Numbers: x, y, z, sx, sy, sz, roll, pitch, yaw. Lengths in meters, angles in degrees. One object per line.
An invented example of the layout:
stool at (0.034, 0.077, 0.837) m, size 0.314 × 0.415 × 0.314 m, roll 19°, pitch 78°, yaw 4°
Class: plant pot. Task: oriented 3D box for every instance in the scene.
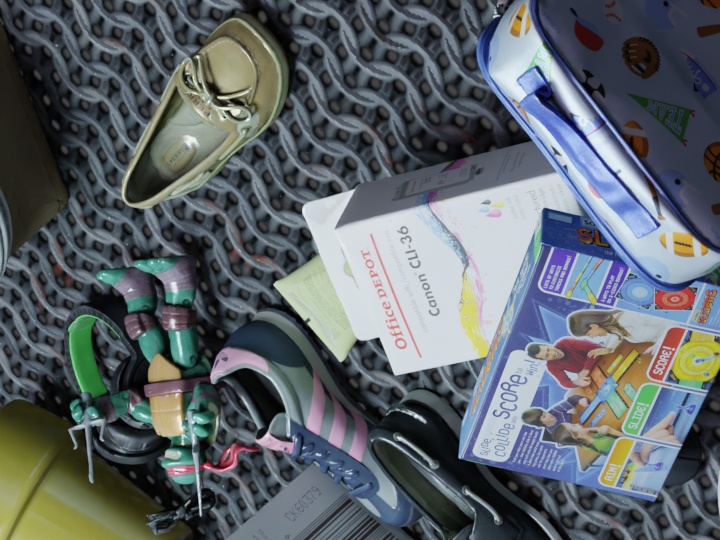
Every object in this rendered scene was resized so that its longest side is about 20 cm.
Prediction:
plant pot at (-0.255, 0.239, 2.010) m, size 0.189 × 0.201 × 0.201 m, roll 26°, pitch 139°, yaw 6°

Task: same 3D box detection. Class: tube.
tube at (0.000, 0.000, 1.664) m, size 0.200 × 0.052 × 0.058 m, roll 135°, pitch 135°, yaw -56°

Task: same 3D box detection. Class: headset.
headset at (-0.186, 0.117, 1.905) m, size 0.200 × 0.094 × 0.124 m, roll 53°, pitch 144°, yaw 15°

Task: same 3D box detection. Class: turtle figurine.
turtle figurine at (-0.153, 0.093, 1.815) m, size 0.150 × 0.101 × 0.200 m, roll -11°, pitch 83°, yaw 35°

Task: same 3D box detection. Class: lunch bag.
lunch bag at (0.160, -0.096, 1.325) m, size 0.200 × 0.160 × 0.076 m, roll 51°, pitch 142°, yaw -3°

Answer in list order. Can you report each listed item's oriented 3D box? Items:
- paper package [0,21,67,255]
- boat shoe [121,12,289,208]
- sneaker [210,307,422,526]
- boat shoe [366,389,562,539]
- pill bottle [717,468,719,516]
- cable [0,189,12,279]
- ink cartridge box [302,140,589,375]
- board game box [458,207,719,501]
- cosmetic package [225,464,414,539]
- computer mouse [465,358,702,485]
paper package at (-0.353, -0.110, 1.873) m, size 0.200 × 0.103 × 0.191 m, roll 7°, pitch 125°, yaw 41°
boat shoe at (-0.113, -0.108, 1.667) m, size 0.073 × 0.063 × 0.201 m, roll 49°, pitch 143°, yaw 1°
sneaker at (-0.036, 0.127, 1.773) m, size 0.200 × 0.082 × 0.070 m, roll 49°, pitch 140°, yaw 1°
boat shoe at (0.081, 0.181, 1.720) m, size 0.200 × 0.060 × 0.076 m, roll 48°, pitch 142°, yaw 3°
pill bottle at (0.323, 0.133, 1.390) m, size 0.200 × 0.120 × 0.120 m, roll -6°, pitch 117°, yaw 47°
cable at (-0.355, -0.050, 1.787) m, size 0.200 × 0.069 × 0.200 m, roll 38°, pitch 143°, yaw 13°
ink cartridge box at (0.063, -0.005, 1.512) m, size 0.200 × 0.068 × 0.117 m, roll -14°, pitch 114°, yaw 22°
board game box at (0.150, 0.057, 1.468) m, size 0.135 × 0.034 × 0.200 m, roll 13°, pitch 134°, yaw -5°
cosmetic package at (-0.045, 0.296, 1.856) m, size 0.165 × 0.165 × 0.200 m, roll 38°, pitch 141°, yaw 17°
computer mouse at (0.132, 0.084, 1.598) m, size 0.200 × 0.046 × 0.140 m, roll 52°, pitch 141°, yaw -3°
